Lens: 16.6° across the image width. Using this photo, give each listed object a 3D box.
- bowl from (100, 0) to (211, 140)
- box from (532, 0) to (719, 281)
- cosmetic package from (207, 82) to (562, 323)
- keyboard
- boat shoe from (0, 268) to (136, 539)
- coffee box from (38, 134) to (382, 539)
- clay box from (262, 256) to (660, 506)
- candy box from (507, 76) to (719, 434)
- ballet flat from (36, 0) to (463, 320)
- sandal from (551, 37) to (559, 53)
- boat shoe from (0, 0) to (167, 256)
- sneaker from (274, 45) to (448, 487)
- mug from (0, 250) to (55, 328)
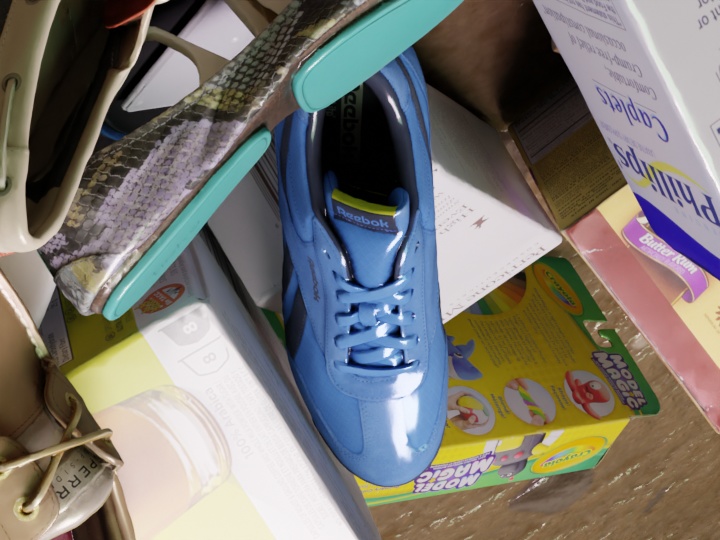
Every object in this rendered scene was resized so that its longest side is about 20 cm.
[{"bbox_3d":[-0.033,-0.116,0.965,0.200,0.040,0.201,-27,163,-9],"label":"bowl"},{"bbox_3d":[0.162,-0.123,0.918,0.183,0.105,0.201,-35,115,-10],"label":"box"},{"bbox_3d":[0.011,-0.027,1.100,0.101,0.074,0.200,-35,161,13],"label":"cosmetic package"},{"bbox_3d":[-0.018,-0.119,0.900,0.056,0.011,0.200,-6,151,-43],"label":"keyboard"},{"bbox_3d":[-0.112,0.070,0.842,0.074,0.066,0.201,-45,133,-35],"label":"boat shoe"},{"bbox_3d":[-0.115,0.094,1.015,0.197,0.200,0.200,-30,116,1],"label":"coffee box"},{"bbox_3d":[0.046,0.052,1.244,0.199,0.115,0.048,-4,141,-35],"label":"clay box"},{"bbox_3d":[0.130,-0.015,1.116,0.056,0.200,0.117,-37,104,8],"label":"candy box"},{"bbox_3d":[-0.041,-0.072,0.864,0.200,0.072,0.072,-43,150,-9],"label":"ballet flat"},{"bbox_3d":[0.078,-0.189,1.001,0.069,0.078,0.213,11,130,-6],"label":"sandal"},{"bbox_3d":[-0.094,-0.088,0.806,0.071,0.062,0.201,59,46,-45],"label":"boat shoe"},{"bbox_3d":[0.000,0.000,0.961,0.065,0.079,0.202,-5,110,0],"label":"sneaker"},{"bbox_3d":[-0.197,-0.042,0.870,0.188,0.152,0.149,-64,151,-10],"label":"mug"}]
